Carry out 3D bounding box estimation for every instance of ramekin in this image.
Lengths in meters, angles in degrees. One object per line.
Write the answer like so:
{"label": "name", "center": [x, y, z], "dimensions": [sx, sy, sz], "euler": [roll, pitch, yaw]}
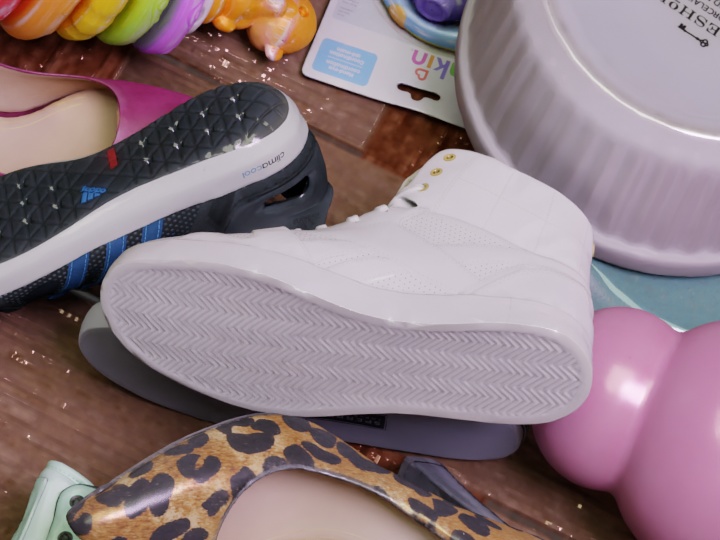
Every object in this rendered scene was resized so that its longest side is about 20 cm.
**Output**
{"label": "ramekin", "center": [0.146, -0.106, 0.886], "dimensions": [0.201, 0.094, 0.204], "euler": [2, 66, -5]}

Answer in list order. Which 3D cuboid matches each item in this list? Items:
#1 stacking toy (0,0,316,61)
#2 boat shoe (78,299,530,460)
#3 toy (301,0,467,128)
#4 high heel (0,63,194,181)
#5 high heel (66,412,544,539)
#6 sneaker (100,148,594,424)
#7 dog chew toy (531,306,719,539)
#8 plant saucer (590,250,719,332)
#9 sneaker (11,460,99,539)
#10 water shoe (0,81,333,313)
{"label": "stacking toy", "center": [-0.106, -0.143, 0.931], "dimensions": [0.199, 0.110, 0.117], "euler": [17, 62, -30]}
{"label": "boat shoe", "center": [-0.020, 0.030, 0.882], "dimensions": [0.199, 0.070, 0.067], "euler": [9, 58, 1]}
{"label": "toy", "center": [0.058, -0.170, 0.985], "dimensions": [0.114, 0.047, 0.201], "euler": [19, 66, 7]}
{"label": "high heel", "center": [-0.159, -0.071, 0.904], "dimensions": [0.198, 0.096, 0.068], "euler": [-5, 66, -5]}
{"label": "high heel", "center": [-0.002, 0.117, 0.774], "dimensions": [0.199, 0.072, 0.142], "euler": [3, 24, -37]}
{"label": "sneaker", "center": [0.000, 0.000, 0.838], "dimensions": [0.199, 0.074, 0.116], "euler": [9, 39, 4]}
{"label": "dog chew toy", "center": [0.161, 0.078, 0.837], "dimensions": [0.199, 0.125, 0.125], "euler": [23, 66, 12]}
{"label": "plant saucer", "center": [0.160, -0.028, 0.925], "dimensions": [0.198, 0.036, 0.201], "euler": [2, 67, -5]}
{"label": "sneaker", "center": [-0.156, 0.138, 0.819], "dimensions": [0.199, 0.074, 0.119], "euler": [3, 71, -12]}
{"label": "water shoe", "center": [-0.107, -0.010, 0.889], "dimensions": [0.199, 0.079, 0.072], "euler": [-22, 37, 9]}
